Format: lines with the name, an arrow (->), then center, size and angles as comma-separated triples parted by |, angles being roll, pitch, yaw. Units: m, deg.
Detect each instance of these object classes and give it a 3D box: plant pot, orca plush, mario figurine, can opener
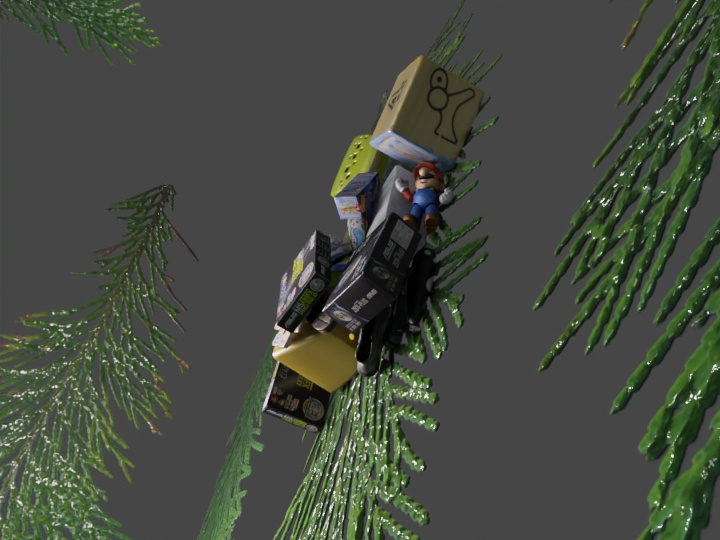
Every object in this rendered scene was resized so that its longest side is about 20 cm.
plant pot -> -0.064, 0.149, 1.568 | 0.175, 0.199, 0.202 | -28, 36, 43
plant pot -> 0.059, -0.266, 1.803 | 0.181, 0.197, 0.203 | -10, 55, 67
orca plush -> 0.104, 0.031, 1.338 | 0.203, 0.070, 0.105 | -69, 14, -17
mario figurine -> 0.143, -0.182, 1.467 | 0.107, 0.122, 0.202 | 121, 166, -45
can opener -> 0.072, 0.070, 1.407 | 0.053, 0.066, 0.202 | -49, 21, 51

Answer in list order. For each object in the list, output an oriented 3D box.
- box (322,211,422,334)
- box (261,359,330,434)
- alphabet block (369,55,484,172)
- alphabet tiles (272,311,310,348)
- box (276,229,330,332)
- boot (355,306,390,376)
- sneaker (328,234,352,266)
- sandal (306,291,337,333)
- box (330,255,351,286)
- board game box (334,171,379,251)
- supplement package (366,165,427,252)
box -> 0.026, 0.004, 1.327 | 0.164, 0.086, 0.201 | -43, 15, 47
box -> -0.156, 0.305, 1.689 | 0.044, 0.158, 0.202 | -52, 18, 47
alphabet block -> 0.160, -0.373, 1.586 | 0.203, 0.193, 0.196 | -65, 15, -4
alphabet tiles -> -0.147, 0.090, 1.517 | 0.195, 0.014, 0.203 | -8, 54, 65
box -> -0.128, 0.021, 1.458 | 0.161, 0.044, 0.201 | -52, 21, 24
boot -> 0.029, 0.122, 1.392 | 0.131, 0.066, 0.203 | 85, -167, -63
sneaker -> -0.064, -0.057, 1.646 | 0.077, 0.085, 0.200 | -53, -9, 18
sandal -> -0.076, 0.094, 1.431 | 0.082, 0.054, 0.200 | -57, 21, 0
box -> 0.000, 0.000, 1.550 | 0.200, 0.120, 0.049 | -33, -60, -65
board game box -> -0.002, -0.139, 1.603 | 0.200, 0.061, 0.204 | -28, -65, -69
supplement package -> 0.097, -0.131, 1.561 | 0.118, 0.115, 0.202 | -52, 18, 49
